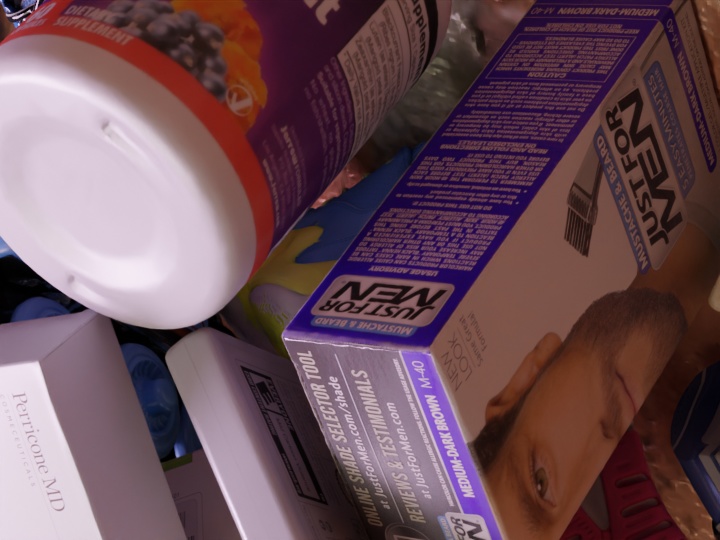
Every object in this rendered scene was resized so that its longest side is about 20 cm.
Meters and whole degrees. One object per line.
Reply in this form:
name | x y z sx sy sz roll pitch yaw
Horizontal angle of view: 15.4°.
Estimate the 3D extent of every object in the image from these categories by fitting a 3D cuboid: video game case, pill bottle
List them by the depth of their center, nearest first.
pill bottle | -0.038 -0.083 0.907 0.111 0.200 0.112 23 140 20
video game case | 0.017 0.124 0.926 0.023 0.182 0.200 -32 66 16

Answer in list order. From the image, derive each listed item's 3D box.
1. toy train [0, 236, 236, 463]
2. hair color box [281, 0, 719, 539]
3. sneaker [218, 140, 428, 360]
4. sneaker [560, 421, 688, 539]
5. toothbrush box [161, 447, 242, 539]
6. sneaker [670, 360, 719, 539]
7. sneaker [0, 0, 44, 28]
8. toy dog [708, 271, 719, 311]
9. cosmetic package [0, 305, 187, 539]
toy train | -0.109 0.026 1.030 0.087 0.115 0.200 -16 151 27
hair color box | 0.061 0.001 0.910 0.065 0.200 0.109 6 133 35
sneaker | 0.000 0.000 1.079 0.076 0.105 0.200 53 172 -13
sneaker | 0.100 0.129 1.032 0.088 0.081 0.200 87 162 -71
toothbrush box | -0.035 0.147 1.055 0.145 0.086 0.200 -22 148 33
sneaker | 0.173 0.132 1.056 0.199 0.081 0.115 49 141 -16
sneaker | -0.103 -0.093 1.046 0.200 0.089 0.079 44 142 -7
toy dog | 0.175 -0.014 0.877 0.132 0.096 0.200 9 137 18
cosmetic package | -0.129 0.120 0.940 0.150 0.052 0.200 -10 108 27
